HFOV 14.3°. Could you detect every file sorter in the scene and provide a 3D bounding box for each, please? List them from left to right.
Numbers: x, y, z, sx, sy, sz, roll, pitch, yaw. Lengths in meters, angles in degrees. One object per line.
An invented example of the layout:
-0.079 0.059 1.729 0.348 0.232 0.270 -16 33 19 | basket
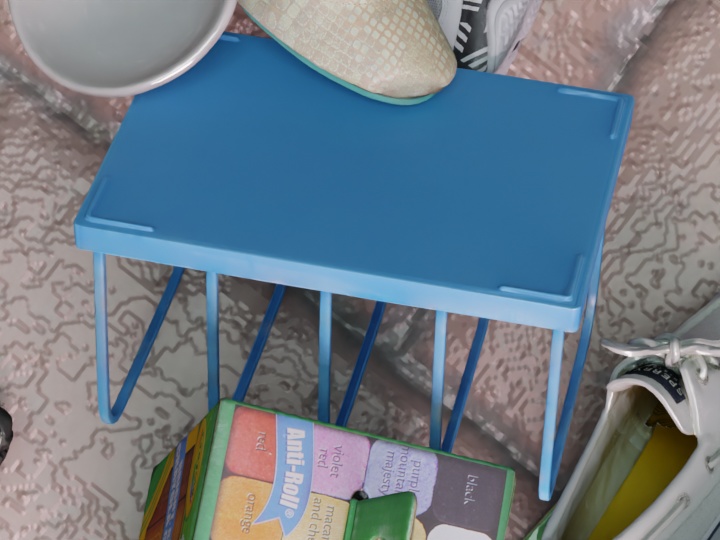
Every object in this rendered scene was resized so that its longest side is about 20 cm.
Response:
0.000 0.000 1.175 0.199 0.139 0.123 9 131 9 | file sorter

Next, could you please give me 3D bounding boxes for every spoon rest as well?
-0.118 -0.157 1.187 0.099 0.061 0.201 -32 62 6 | spoon rest

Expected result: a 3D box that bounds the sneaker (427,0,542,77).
0.033 -0.158 1.229 0.114 0.075 0.201 25 96 6 | sneaker

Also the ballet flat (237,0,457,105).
-0.034 -0.143 1.187 0.067 0.063 0.200 -26 53 -35 | ballet flat

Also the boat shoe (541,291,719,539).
0.129 0.057 1.191 0.202 0.074 0.086 -53 134 -28 | boat shoe

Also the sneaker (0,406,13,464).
-0.243 0.109 1.234 0.200 0.070 0.090 -41 95 3 | sneaker

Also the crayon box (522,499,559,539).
0.142 0.191 1.251 0.200 0.052 0.126 43 91 -1 | crayon box

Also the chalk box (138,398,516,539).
-0.020 0.130 1.124 0.123 0.200 0.126 14 72 -9 | chalk box
